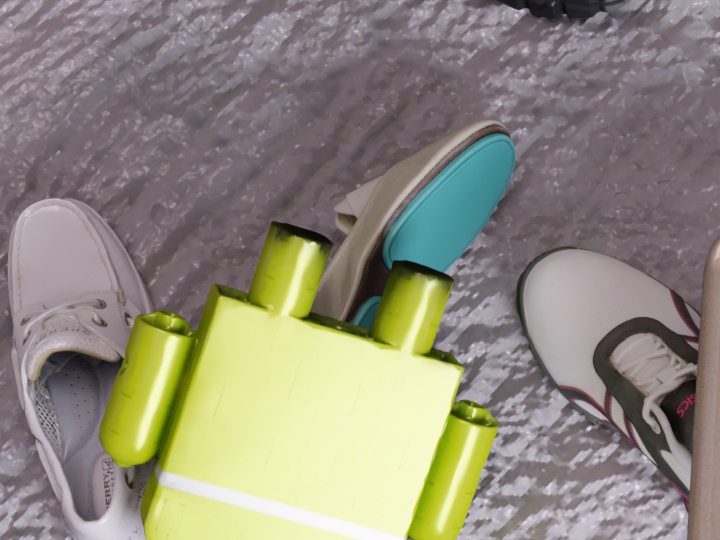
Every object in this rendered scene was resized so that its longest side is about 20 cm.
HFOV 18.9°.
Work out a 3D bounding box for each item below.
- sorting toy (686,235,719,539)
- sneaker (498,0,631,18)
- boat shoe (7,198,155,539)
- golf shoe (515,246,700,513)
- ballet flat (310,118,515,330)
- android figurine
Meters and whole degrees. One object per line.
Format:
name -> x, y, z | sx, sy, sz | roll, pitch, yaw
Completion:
sorting toy -> 0.231, 0.087, 0.938 | 0.185, 0.036, 0.200 | 15, 55, -4
sneaker -> 0.058, -0.194, 1.128 | 0.200, 0.075, 0.079 | 20, 71, 16
boat shoe -> -0.138, 0.044, 1.070 | 0.071, 0.069, 0.200 | -20, 66, 3
golf shoe -> 0.147, 0.054, 1.010 | 0.077, 0.088, 0.200 | -40, 67, -5
ballet flat -> 0.000, 0.000, 1.071 | 0.069, 0.069, 0.200 | 30, 77, 19
android figurine -> -0.030, 0.083, 1.009 | 0.182, 0.041, 0.200 | 15, 100, -12
